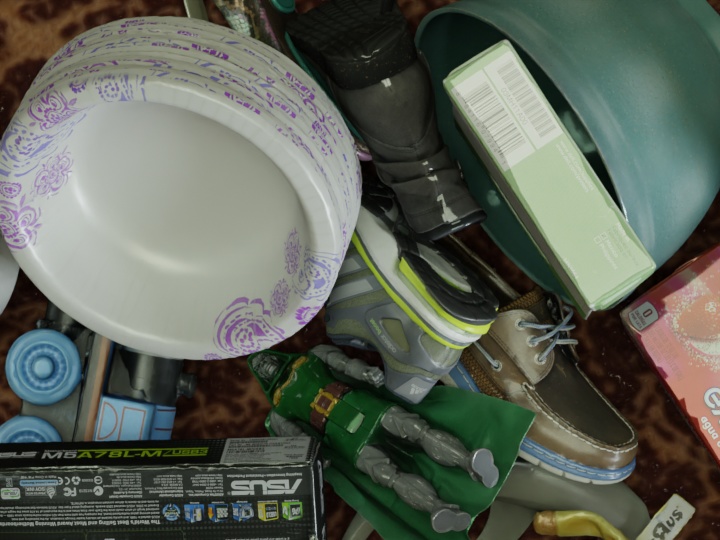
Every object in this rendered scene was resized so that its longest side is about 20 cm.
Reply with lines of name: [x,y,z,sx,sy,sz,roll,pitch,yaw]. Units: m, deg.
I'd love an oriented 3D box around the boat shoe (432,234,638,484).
boat shoe: [0.089,0.046,1.643,0.200,0.072,0.072,38,123,16]

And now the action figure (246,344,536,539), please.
action figure: [0.000,0.093,1.642,0.200,0.055,0.118,28,82,43]

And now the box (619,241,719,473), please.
box: [0.244,0.081,1.639,0.095,0.100,0.200,-34,85,3]

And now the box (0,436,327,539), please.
box: [-0.117,0.195,1.618,0.200,0.048,0.193,-2,110,6]

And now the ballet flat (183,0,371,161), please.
ballet flat: [-0.060,-0.140,1.696,0.071,0.069,0.200,-35,81,21]

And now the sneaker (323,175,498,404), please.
sneaker: [0.000,0.000,1.627,0.081,0.074,0.200,-58,41,17]

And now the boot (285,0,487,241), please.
boot: [0.016,-0.089,1.603,0.070,0.200,0.132,-24,108,4]

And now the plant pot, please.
plant pot: [0.144,-0.095,1.621,0.134,0.200,0.200,-32,85,-20]

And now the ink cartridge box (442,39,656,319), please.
ink cartridge box: [0.104,-0.045,1.531,0.048,0.200,0.146,-34,85,3]

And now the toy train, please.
toy train: [-0.167,0.116,1.683,0.114,0.087,0.200,11,89,-3]

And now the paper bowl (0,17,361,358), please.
paper bowl: [-0.098,-0.055,1.568,0.200,0.104,0.201,9,130,11]

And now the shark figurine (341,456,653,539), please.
shark figurine: [0.058,0.133,1.661,0.214,0.090,0.128,-16,85,2]

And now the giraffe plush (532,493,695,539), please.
giraffe plush: [0.158,0.239,1.587,0.172,0.162,0.200,20,97,-14]

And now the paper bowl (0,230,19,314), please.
paper bowl: [-0.276,-0.026,1.656,0.104,0.201,0.201,-1,87,-39]
